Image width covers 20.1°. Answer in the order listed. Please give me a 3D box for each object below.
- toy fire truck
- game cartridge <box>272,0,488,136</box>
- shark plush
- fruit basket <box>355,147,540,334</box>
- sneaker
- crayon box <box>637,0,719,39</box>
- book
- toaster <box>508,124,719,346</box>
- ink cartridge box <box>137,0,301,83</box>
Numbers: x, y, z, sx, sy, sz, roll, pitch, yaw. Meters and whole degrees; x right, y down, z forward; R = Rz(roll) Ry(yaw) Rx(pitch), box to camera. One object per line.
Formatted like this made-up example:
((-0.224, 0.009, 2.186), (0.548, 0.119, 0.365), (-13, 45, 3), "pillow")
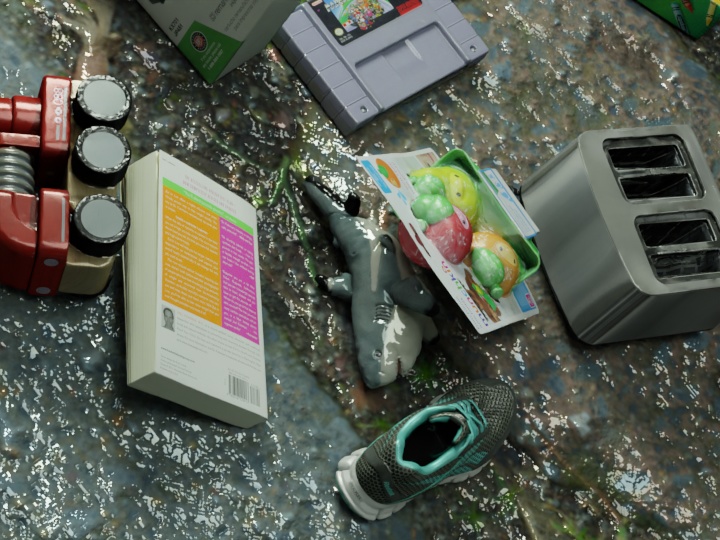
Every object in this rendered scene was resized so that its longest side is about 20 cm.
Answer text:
((-0.286, -0.083, 1.621), (0.200, 0.129, 0.176), (6, 60, -15), "toy fire truck")
((0.019, -0.219, 1.929), (0.200, 0.038, 0.130), (-32, 87, -39), "game cartridge")
((0.000, 0.000, 1.770), (0.083, 0.091, 0.200), (-26, 83, -6), "shark plush")
((0.086, -0.033, 1.776), (0.185, 0.094, 0.200), (55, 14, 9), "fruit basket")
((0.074, 0.142, 1.712), (0.200, 0.091, 0.078), (-32, 83, -39), "sneaker")
((0.352, -0.359, 2.191), (0.119, 0.058, 0.200), (31, 52, -11), "crayon box")
((-0.133, 0.017, 1.672), (0.134, 0.048, 0.200), (27, 49, -43), "book")
((0.254, -0.034, 1.905), (0.200, 0.119, 0.181), (-5, 65, -33), "toaster")
((-0.146, -0.290, 1.799), (0.200, 0.147, 0.083), (49, 51, 4), "ink cartridge box")
